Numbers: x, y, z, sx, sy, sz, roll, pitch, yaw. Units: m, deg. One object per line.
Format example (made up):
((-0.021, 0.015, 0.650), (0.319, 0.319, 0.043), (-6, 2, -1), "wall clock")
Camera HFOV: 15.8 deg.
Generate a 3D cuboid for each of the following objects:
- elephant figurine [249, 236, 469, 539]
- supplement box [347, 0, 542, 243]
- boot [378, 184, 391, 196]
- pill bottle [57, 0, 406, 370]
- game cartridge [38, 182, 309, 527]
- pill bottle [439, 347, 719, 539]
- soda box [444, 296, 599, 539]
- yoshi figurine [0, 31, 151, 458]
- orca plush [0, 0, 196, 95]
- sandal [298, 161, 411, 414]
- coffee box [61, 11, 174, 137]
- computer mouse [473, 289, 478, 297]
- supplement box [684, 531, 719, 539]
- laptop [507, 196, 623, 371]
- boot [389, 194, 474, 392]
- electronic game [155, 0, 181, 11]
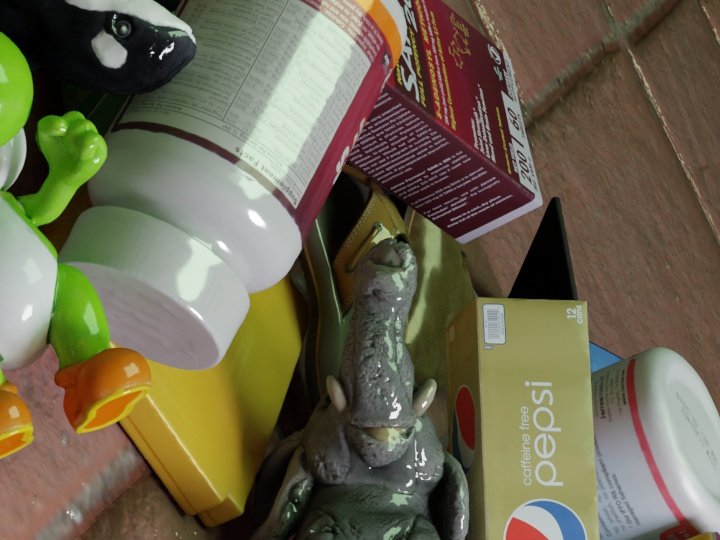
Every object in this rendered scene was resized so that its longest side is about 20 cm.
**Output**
((0.006, 0.116, 1.321), (0.141, 0.155, 0.201), (32, 45, -38), "elephant figurine")
((0.020, -0.106, 1.440), (0.200, 0.061, 0.109), (33, 39, -49), "supplement box")
((-0.025, -0.144, 1.528), (0.144, 0.072, 0.201), (8, 73, -38), "boot")
((-0.064, -0.060, 1.245), (0.110, 0.109, 0.201), (47, 59, -38), "pill bottle")
((-0.098, 0.014, 1.350), (0.177, 0.032, 0.200), (57, 27, -22), "game cartridge")
((0.105, 0.127, 1.460), (0.109, 0.199, 0.109), (47, 29, -37), "pill bottle")
((0.085, 0.119, 1.358), (0.068, 0.064, 0.201), (129, -38, -69), "soda box")
((-0.164, -0.025, 1.142), (0.112, 0.112, 0.201), (0, 65, -58), "yoshi figurine")
((-0.176, -0.125, 1.207), (0.199, 0.071, 0.105), (33, -14, 4), "orca plush")
((0.000, 0.000, 1.444), (0.082, 0.054, 0.201), (17, 68, -62), "sandal")
((-0.103, -0.126, 1.381), (0.123, 0.044, 0.201), (26, 36, -31), "coffee box")
((0.058, 0.034, 1.648), (0.201, 0.044, 0.110), (59, 8, -13), "computer mouse")
((0.133, 0.245, 1.409), (0.103, 0.199, 0.131), (43, 31, -44), "supplement box")
((0.170, 0.085, 1.751), (0.200, 0.115, 0.188), (109, -22, -53), "laptop")
((0.032, -0.019, 1.568), (0.075, 0.073, 0.201), (24, 62, -35), "boot")
((-0.145, -0.212, 1.358), (0.199, 0.042, 0.201), (22, 40, -20), "electronic game")
